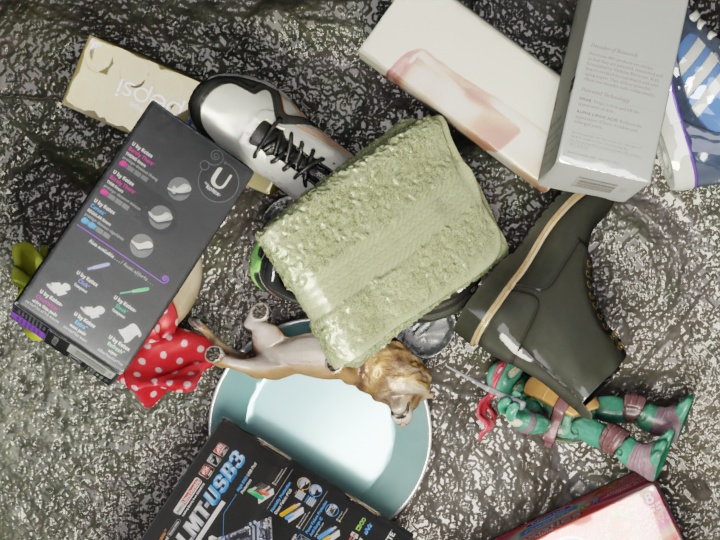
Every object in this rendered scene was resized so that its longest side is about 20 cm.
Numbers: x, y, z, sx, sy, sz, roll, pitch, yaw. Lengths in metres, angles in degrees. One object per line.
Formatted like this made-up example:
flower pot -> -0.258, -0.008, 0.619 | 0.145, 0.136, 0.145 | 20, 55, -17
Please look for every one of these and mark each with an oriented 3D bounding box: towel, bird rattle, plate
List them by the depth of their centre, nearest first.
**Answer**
towel -> 0.022, -0.026, 1.663 | 0.199, 0.036, 0.149 | -35, 98, -24
bird rattle -> -0.203, 0.015, 1.759 | 0.199, 0.113, 0.164 | 25, 78, 5
plate -> -0.035, 0.141, 1.795 | 0.198, 0.026, 0.202 | 0, 92, 4

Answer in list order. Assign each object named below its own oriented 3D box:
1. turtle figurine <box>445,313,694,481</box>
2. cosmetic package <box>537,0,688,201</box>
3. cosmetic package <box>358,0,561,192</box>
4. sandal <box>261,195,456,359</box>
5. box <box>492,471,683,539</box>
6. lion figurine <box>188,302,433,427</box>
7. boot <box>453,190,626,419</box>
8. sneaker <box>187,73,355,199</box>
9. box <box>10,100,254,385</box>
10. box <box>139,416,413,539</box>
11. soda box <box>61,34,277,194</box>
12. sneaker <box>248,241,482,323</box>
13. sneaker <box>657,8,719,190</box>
turtle figurine -> 0.178, 0.105, 1.744 | 0.199, 0.101, 0.150 | 23, 53, 13
cosmetic package -> 0.206, -0.165, 1.624 | 0.080, 0.113, 0.202 | 12, 82, -2
cosmetic package -> 0.102, -0.159, 1.729 | 0.199, 0.103, 0.087 | 37, 93, 2
sandal -> 0.001, 0.000, 1.772 | 0.200, 0.048, 0.076 | 36, 95, 1
box -> 0.181, 0.259, 1.749 | 0.199, 0.103, 0.095 | -26, 91, 6
lion figurine -> -0.040, 0.074, 1.740 | 0.199, 0.122, 0.073 | 13, 78, 20
boot -> 0.189, 0.021, 1.714 | 0.138, 0.078, 0.200 | 37, 69, 11
sneaker -> -0.053, -0.098, 1.695 | 0.199, 0.080, 0.074 | 31, 93, -19
box -> -0.188, -0.020, 1.663 | 0.106, 0.122, 0.201 | 34, 78, -6
box -> -0.086, 0.256, 1.715 | 0.198, 0.050, 0.201 | 29, 61, 8
soda box -> -0.154, -0.136, 1.768 | 0.199, 0.064, 0.068 | 24, 95, 2
sneaker -> 0.005, 0.011, 1.713 | 0.198, 0.084, 0.077 | 2, 101, -7
sneaker -> 0.311, -0.175, 1.729 | 0.145, 0.081, 0.202 | -14, 90, -1
